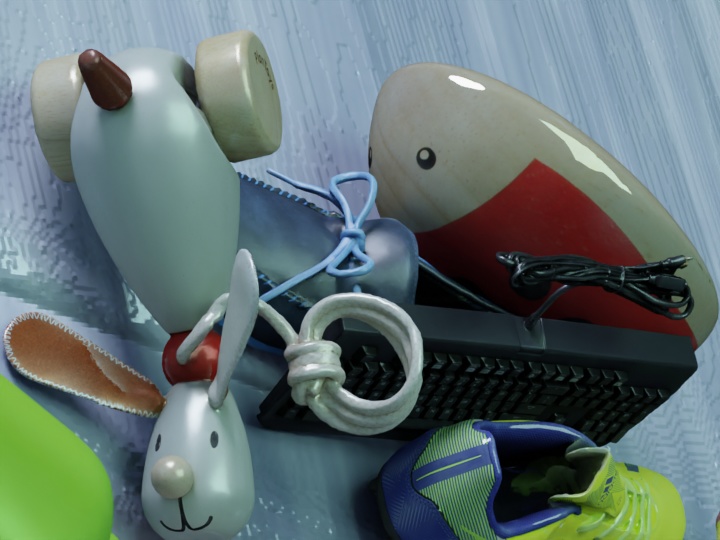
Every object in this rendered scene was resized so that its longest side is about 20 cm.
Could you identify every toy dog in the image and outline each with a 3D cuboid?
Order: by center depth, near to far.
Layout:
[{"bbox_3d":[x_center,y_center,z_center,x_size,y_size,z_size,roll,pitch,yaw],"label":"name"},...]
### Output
[{"bbox_3d":[-0.074,-0.007,1.004,0.201,0.131,0.096,62,12,18],"label":"toy dog"}]

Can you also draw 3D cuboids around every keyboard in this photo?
[{"bbox_3d":[0.064,0.034,1.110,0.199,0.127,0.021,6,45,-39],"label":"keyboard"}]

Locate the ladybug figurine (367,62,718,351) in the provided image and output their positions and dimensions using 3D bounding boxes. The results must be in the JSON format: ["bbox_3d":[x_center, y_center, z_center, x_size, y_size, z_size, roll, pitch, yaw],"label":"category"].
[{"bbox_3d":[0.076,-0.010,1.187,0.200,0.135,0.072,41,69,-24],"label":"ladybug figurine"}]

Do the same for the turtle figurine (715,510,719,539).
[{"bbox_3d":[0.160,0.167,1.052,0.200,0.064,0.162,39,47,-13],"label":"turtle figurine"}]

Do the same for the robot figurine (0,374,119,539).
[{"bbox_3d":[-0.158,0.069,0.836,0.200,0.116,0.176,42,14,-25],"label":"robot figurine"}]

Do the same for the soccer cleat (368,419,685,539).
[{"bbox_3d":[0.090,0.101,1.153,0.199,0.083,0.065,11,57,-48],"label":"soccer cleat"}]

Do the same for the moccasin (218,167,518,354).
[{"bbox_3d":[0.000,0.000,1.123,0.199,0.068,0.081,26,48,-40],"label":"moccasin"}]
